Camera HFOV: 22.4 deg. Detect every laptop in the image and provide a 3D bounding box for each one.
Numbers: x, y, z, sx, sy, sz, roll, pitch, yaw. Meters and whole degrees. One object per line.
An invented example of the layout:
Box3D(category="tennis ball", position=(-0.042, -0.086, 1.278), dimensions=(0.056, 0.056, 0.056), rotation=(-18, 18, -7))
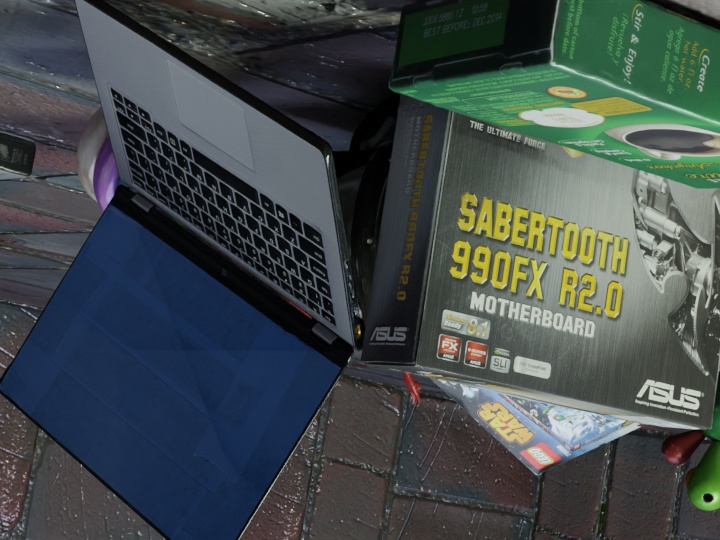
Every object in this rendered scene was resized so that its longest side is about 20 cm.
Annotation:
Box3D(category="laptop", position=(-0.103, 0.004, 0.882), dimensions=(0.187, 0.116, 0.201), rotation=(33, 147, 35))

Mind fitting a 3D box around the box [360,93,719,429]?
Box3D(category="box", position=(0.102, -0.013, 0.910), dimensions=(0.199, 0.160, 0.048), rotation=(15, 171, -34))

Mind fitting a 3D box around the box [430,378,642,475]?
Box3D(category="box", position=(0.132, 0.070, 1.444), dimensions=(0.136, 0.040, 0.200), rotation=(-29, 121, 33))

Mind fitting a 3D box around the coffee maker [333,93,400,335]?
Box3D(category="coffee maker", position=(0.041, -0.006, 1.059), dimensions=(0.191, 0.136, 0.200), rotation=(27, 171, -22))

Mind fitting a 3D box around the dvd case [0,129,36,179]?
Box3D(category="dvd case", position=(-0.292, -0.079, 0.955), dimensions=(0.199, 0.025, 0.150), rotation=(14, 172, -38))

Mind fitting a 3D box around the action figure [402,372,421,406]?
Box3D(category="action figure", position=(0.065, 0.052, 1.313), dimensions=(0.065, 0.100, 0.200), rotation=(-27, -165, -10))

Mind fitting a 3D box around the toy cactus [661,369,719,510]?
Box3D(category="toy cactus", position=(0.258, 0.068, 1.192), dimensions=(0.199, 0.166, 0.102), rotation=(-33, -165, -26))

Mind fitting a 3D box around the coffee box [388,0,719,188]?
Box3D(category="coffee box", position=(0.126, -0.080, 0.816), dimensions=(0.198, 0.044, 0.123), rotation=(14, 172, -31))

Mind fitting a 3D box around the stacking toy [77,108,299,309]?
Box3D(category="stacking toy", position=(-0.080, -0.015, 0.994), dimensions=(0.085, 0.086, 0.200), rotation=(17, -152, -47))
